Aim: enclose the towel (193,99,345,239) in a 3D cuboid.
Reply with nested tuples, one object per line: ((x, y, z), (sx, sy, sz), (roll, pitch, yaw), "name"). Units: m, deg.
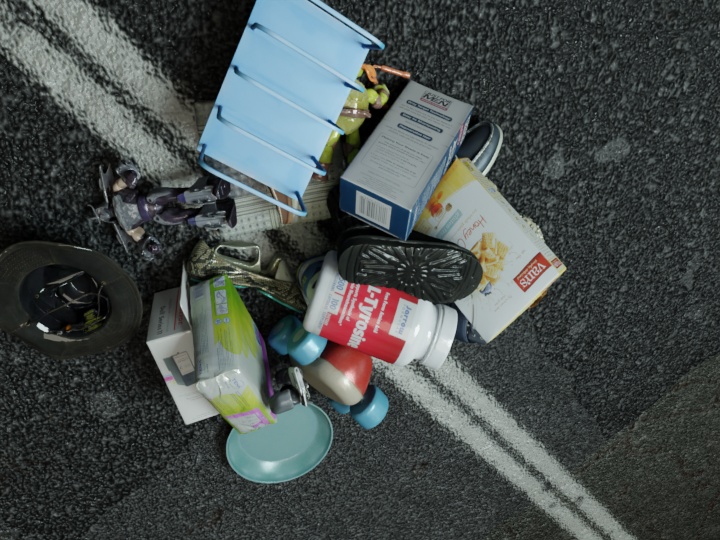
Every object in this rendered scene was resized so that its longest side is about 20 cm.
((-0.115, -0.150, 0.782), (0.192, 0.035, 0.199), (-11, 119, -9), "towel")

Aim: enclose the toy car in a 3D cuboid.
((-0.011, 0.103, 0.913), (0.185, 0.175, 0.202), (47, 71, -20), "toy car")

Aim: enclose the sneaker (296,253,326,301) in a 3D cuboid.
((0.000, 0.000, 0.872), (0.195, 0.083, 0.076), (-26, 123, -4), "sneaker")

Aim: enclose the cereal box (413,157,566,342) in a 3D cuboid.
((0.158, -0.028, 0.770), (0.039, 0.202, 0.145), (-16, 151, -51), "cereal box")

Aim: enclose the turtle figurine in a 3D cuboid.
((-0.011, -0.199, 0.729), (0.195, 0.064, 0.167), (-9, 117, -39), "turtle figurine")

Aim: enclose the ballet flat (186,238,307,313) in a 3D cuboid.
((-0.155, 0.002, 0.840), (0.194, 0.068, 0.078), (20, 93, -25), "ballet flat")

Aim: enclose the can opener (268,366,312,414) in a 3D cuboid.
((-0.113, 0.174, 0.838), (0.065, 0.200, 0.055), (-18, 85, -17), "can opener")

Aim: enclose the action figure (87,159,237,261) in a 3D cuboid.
((-0.262, -0.083, 0.735), (0.192, 0.071, 0.134), (-6, 128, 3), "action figure")

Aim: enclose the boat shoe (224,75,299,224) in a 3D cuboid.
((-0.122, -0.156, 0.719), (0.069, 0.076, 0.207), (-12, 111, -3), "boat shoe")

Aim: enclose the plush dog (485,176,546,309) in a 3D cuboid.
((0.203, -0.021, 0.869), (0.198, 0.173, 0.161), (33, 107, -32), "plush dog")

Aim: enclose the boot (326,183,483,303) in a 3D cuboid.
((0.056, -0.048, 0.764), (0.204, 0.160, 0.081), (13, 125, -15), "boot")

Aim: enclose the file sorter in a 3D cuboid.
((-0.077, -0.184, 0.611), (0.135, 0.123, 0.205), (23, 103, -21), "file sorter")

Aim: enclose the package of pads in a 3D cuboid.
((-0.179, 0.129, 0.809), (0.066, 0.158, 0.203), (-15, 145, -1), "package of pads")

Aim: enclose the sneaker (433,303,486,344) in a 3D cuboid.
((0.128, 0.045, 0.861), (0.203, 0.142, 0.079), (47, 58, -48), "sneaker")

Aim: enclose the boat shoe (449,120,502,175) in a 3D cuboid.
((0.121, -0.145, 0.833), (0.199, 0.076, 0.061), (-42, 135, 20), "boat shoe")

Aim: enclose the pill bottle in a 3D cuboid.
((0.027, 0.060, 0.775), (0.194, 0.113, 0.115), (21, 115, -4), "pill bottle")

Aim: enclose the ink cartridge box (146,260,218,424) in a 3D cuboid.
((-0.256, 0.105, 0.830), (0.065, 0.118, 0.206), (-14, 123, -5), "ink cartridge box")

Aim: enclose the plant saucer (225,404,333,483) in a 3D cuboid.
((-0.147, 0.301, 1.032), (0.192, 0.036, 0.206), (-8, 123, -13), "plant saucer")

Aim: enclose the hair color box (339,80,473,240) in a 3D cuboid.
((0.060, -0.145, 0.724), (0.098, 0.203, 0.061), (25, 149, 13), "hair color box")

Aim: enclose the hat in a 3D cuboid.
((-0.390, 0.021, 0.763), (0.193, 0.082, 0.206), (-9, 131, -11), "hat")
